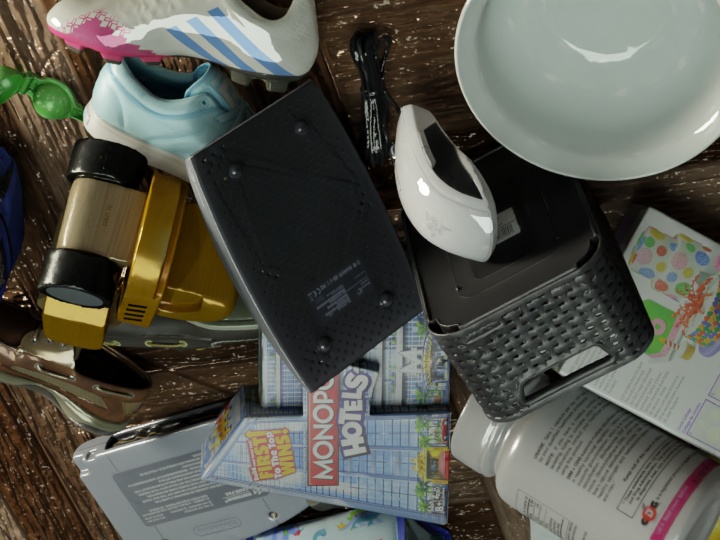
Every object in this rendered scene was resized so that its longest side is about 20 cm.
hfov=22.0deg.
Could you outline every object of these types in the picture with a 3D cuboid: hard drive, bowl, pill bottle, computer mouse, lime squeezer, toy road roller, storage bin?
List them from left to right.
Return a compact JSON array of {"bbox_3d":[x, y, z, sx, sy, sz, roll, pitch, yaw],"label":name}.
[{"bbox_3d":[-0.249,-0.127,1.426,0.200,0.071,0.038,7,120,-34],"label":"lime squeezer"},{"bbox_3d":[-0.166,-0.008,1.424,0.146,0.123,0.200,15,163,-8],"label":"toy road roller"},{"bbox_3d":[-0.044,-0.025,1.376,0.042,0.135,0.200,1,122,57],"label":"hard drive"},{"bbox_3d":[0.037,-0.079,1.328,0.044,0.200,0.110,-14,133,-19],"label":"computer mouse"},{"bbox_3d":[0.117,-0.001,1.350,0.135,0.200,0.094,-28,120,10],"label":"storage bin"},{"bbox_3d":[0.178,0.155,1.447,0.200,0.113,0.113,31,135,21],"label":"pill bottle"},{"bbox_3d":[0.170,-0.168,1.284,0.201,0.090,0.201,6,131,7],"label":"bowl"}]

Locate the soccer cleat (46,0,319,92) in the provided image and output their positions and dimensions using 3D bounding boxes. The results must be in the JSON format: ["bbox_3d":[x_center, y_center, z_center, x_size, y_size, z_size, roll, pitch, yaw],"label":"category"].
[{"bbox_3d":[-0.127,-0.191,1.351,0.200,0.070,0.086,10,115,1],"label":"soccer cleat"}]

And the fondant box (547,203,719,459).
[{"bbox_3d":[0.265,0.057,1.422,0.200,0.058,0.144,28,93,-8],"label":"fondant box"}]

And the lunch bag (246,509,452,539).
[{"bbox_3d":[-0.006,0.325,1.656,0.170,0.200,0.127,-18,144,24],"label":"lunch bag"}]

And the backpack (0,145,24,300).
[{"bbox_3d":[-0.360,-0.020,1.446,0.168,0.200,0.163,4,129,9],"label":"backpack"}]

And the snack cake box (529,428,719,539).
[{"bbox_3d":[0.245,0.182,1.547,0.200,0.115,0.067,1,131,10],"label":"snack cake box"}]

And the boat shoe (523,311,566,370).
[{"bbox_3d":[0.225,0.082,1.495,0.200,0.071,0.069,10,129,2],"label":"boat shoe"}]

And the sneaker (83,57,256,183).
[{"bbox_3d":[-0.107,-0.110,1.403,0.200,0.074,0.082,17,127,-9],"label":"sneaker"}]

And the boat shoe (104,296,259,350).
[{"bbox_3d":[-0.147,0.032,1.535,0.201,0.072,0.061,5,138,13],"label":"boat shoe"}]

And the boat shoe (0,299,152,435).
[{"bbox_3d":[-0.265,0.065,1.587,0.200,0.076,0.072,32,125,-27],"label":"boat shoe"}]

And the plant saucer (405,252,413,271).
[{"bbox_3d":[0.000,0.000,1.509,0.200,0.019,0.070,30,129,-12],"label":"plant saucer"}]

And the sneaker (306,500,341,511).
[{"bbox_3d":[0.026,0.137,1.597,0.079,0.075,0.200,14,134,-30],"label":"sneaker"}]

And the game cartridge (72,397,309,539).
[{"bbox_3d":[-0.147,0.190,1.679,0.200,0.040,0.133,-17,114,24],"label":"game cartridge"}]

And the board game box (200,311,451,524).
[{"bbox_3d":[-0.029,0.106,1.479,0.200,0.062,0.200,-2,114,-4],"label":"board game box"}]
